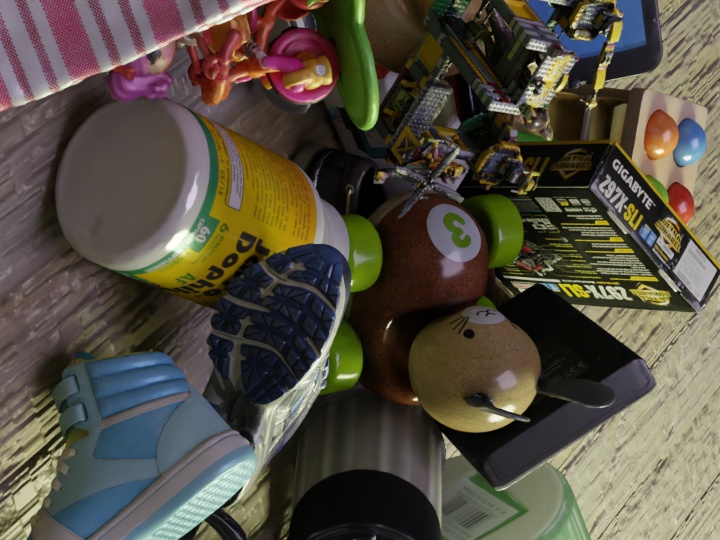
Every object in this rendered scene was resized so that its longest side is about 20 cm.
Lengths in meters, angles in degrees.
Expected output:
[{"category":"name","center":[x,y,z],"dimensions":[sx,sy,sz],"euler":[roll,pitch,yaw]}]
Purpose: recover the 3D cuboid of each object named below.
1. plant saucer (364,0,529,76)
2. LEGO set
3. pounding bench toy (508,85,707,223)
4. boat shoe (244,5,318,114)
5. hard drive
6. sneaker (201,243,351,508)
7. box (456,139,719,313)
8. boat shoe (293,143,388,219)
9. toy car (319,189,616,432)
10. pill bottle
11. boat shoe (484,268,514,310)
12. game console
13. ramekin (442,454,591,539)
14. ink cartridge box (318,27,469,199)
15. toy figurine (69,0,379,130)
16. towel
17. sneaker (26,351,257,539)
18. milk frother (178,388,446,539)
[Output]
[{"category":"plant saucer","center":[0.060,-0.232,1.344],"dimensions":[0.200,0.035,0.201],"euler":[-7,102,-35]},{"category":"LEGO set","center":[0.104,-0.114,1.319],"dimensions":[0.154,0.116,0.200],"euler":[15,122,-43]},{"category":"pounding bench toy","center":[0.181,-0.093,1.601],"dimensions":[0.200,0.156,0.125],"euler":[6,94,-56]},{"category":"boat shoe","center":[-0.057,-0.202,1.295],"dimensions":[0.060,0.075,0.200],"euler":[-40,131,-35]},{"category":"hard drive","center":[0.119,0.081,1.454],"dimensions":[0.139,0.200,0.033],"euler":[-33,112,-5]},{"category":"sneaker","center":[-0.057,0.057,1.254],"dimensions":[0.085,0.077,0.200],"euler":[-31,154,-58]},{"category":"box","center":[0.157,-0.035,1.514],"dimensions":[0.160,0.200,0.049],"euler":[43,66,-32]},{"category":"boat shoe","center":[0.000,0.000,1.446],"dimensions":[0.072,0.060,0.202],"euler":[-48,135,-38]},{"category":"toy car","center":[0.077,0.047,1.354],"dimensions":[0.164,0.200,0.158],"euler":[-9,121,-37]},{"category":"pill bottle","center":[-0.094,-0.034,1.254],"dimensions":[0.200,0.113,0.113],"euler":[25,78,-56]},{"category":"boat shoe","center":[0.068,0.005,1.545],"dimensions":[0.075,0.075,0.202],"euler":[-37,146,1]},{"category":"game console","center":[0.138,-0.221,1.436],"dimensions":[0.172,0.118,0.201],"euler":[-41,125,-60]},{"category":"ramekin","center":[0.090,0.229,1.529],"dimensions":[0.200,0.200,0.098],"euler":[-42,124,-42]},{"category":"ink cartridge box","center":[0.028,-0.152,1.438],"dimensions":[0.116,0.067,0.200],"euler":[-57,140,-33]},{"category":"toy figurine","center":[-0.101,-0.162,1.162],"dimensions":[0.184,0.150,0.201],"euler":[-15,95,-13]},{"category":"towel","center":[-0.146,-0.185,1.077],"dimensions":[0.030,0.200,0.147],"euler":[-115,-177,-72]},{"category":"sneaker","center":[-0.177,0.129,1.221],"dimensions":[0.200,0.131,0.080],"euler":[-35,163,-3]},{"category":"milk frother","center":[-0.047,0.168,1.374],"dimensions":[0.200,0.180,0.188],"euler":[47,18,-18]}]
